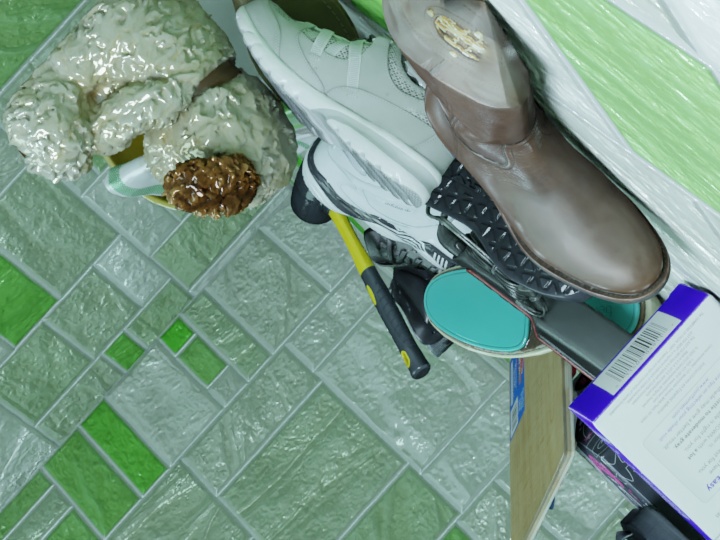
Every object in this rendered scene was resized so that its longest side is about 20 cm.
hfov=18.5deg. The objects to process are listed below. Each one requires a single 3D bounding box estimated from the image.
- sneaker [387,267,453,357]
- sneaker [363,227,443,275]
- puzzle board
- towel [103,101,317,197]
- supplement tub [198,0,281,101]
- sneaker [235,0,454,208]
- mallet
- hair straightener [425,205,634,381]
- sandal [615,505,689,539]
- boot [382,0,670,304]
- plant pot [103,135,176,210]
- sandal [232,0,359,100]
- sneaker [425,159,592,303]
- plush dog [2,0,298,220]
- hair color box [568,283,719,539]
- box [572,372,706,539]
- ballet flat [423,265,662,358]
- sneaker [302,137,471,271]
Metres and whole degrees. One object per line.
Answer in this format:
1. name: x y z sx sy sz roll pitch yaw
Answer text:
1. sneaker: 0.108 0.032 1.859 0.199 0.114 0.075 29 175 17
2. sneaker: 0.057 -0.024 1.711 0.200 0.099 0.070 55 177 11
3. puzzle board: 0.140 0.103 1.684 0.017 0.201 0.151 9 139 -7
4. towel: -0.079 -0.094 1.691 0.149 0.199 0.031 -10 -96 -56
5. supplement tub: -0.116 -0.176 1.691 0.145 0.145 0.200 42 178 4
6. sneaker: -0.002 -0.123 1.443 0.200 0.082 0.075 42 174 29
7. mallet: 0.000 0.000 1.672 0.201 0.041 0.066 66 153 19
8. hair straightener: 0.118 0.007 1.513 0.200 0.041 0.077 43 167 20
9. sandal: 0.207 0.205 1.573 0.076 0.043 0.200 42 176 17
10. boot: 0.091 -0.069 1.191 0.186 0.064 0.200 40 173 15
11. plant pot: -0.118 -0.159 1.915 0.200 0.200 0.142 42 -158 12
12. sandal: -0.059 -0.201 1.517 0.212 0.077 0.070 52 -156 -34
13. sneaker: 0.109 -0.047 1.484 0.083 0.072 0.200 7 -153 -46
14. plush dog: -0.113 -0.113 1.476 0.172 0.161 0.200 42 -155 -1
15. hair color box: 0.240 0.115 1.378 0.200 0.109 0.065 44 178 -10
16. box: 0.231 0.123 1.636 0.132 0.115 0.200 43 178 -9
17. ballet flat: 0.138 0.033 1.598 0.199 0.070 0.069 7 154 39
18. sneaker: 0.058 -0.060 1.610 0.199 0.075 0.115 23 159 -3
